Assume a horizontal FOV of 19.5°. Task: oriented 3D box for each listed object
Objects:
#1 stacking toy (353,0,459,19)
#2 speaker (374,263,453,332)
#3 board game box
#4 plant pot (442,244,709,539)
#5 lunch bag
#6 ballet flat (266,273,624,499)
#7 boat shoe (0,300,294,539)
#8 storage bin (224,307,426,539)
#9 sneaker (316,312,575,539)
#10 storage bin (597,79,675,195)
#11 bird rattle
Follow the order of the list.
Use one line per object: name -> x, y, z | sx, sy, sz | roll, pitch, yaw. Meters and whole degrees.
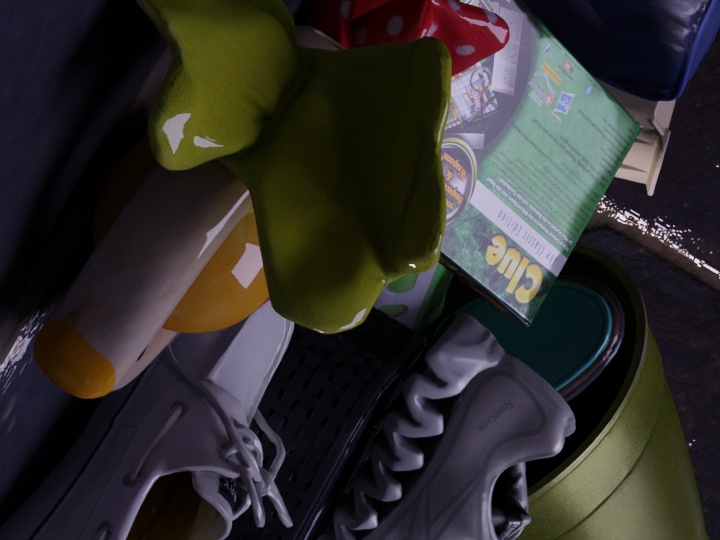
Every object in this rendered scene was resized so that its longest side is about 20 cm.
stacking toy -> 0.052, -0.163, 0.734 | 0.201, 0.085, 0.085 | -57, 175, 16
speaker -> 0.014, -0.030, 0.988 | 0.089, 0.088, 0.200 | -56, 173, -28
board game box -> 0.042, -0.062, 0.856 | 0.200, 0.023, 0.105 | 38, 79, -49
plant pot -> 0.101, 0.123, 1.131 | 0.201, 0.199, 0.193 | -56, 129, -28
lunch bag -> 0.118, -0.181, 0.890 | 0.133, 0.135, 0.200 | -58, 172, -14
ballet flat -> 0.046, 0.060, 1.020 | 0.199, 0.073, 0.073 | -28, -175, 19
boat shoe -> -0.064, 0.078, 0.785 | 0.202, 0.086, 0.075 | -53, 143, -28
storage bin -> -0.062, 0.102, 0.944 | 0.201, 0.093, 0.135 | -61, 173, 15
sneaker -> 0.027, 0.118, 0.951 | 0.201, 0.081, 0.075 | -62, 175, 29
storage bin -> 0.147, -0.161, 1.164 | 0.199, 0.093, 0.202 | 53, 52, -81
bird rattle -> -0.040, -0.037, 0.645 | 0.163, 0.112, 0.200 | -49, -171, 11
